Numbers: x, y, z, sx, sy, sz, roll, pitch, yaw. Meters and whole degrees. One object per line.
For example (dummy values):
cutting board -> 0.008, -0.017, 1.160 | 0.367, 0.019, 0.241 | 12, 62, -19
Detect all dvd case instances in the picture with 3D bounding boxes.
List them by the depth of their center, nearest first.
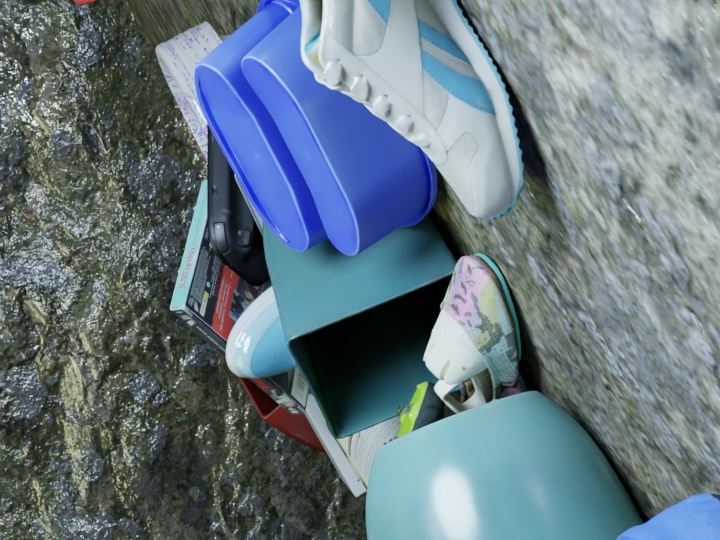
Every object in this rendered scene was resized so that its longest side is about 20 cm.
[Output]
dvd case -> -0.100, 0.027, 1.215 | 0.200, 0.022, 0.146 | 45, -138, -43

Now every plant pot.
plant pot -> 0.094, 0.178, 0.890 | 0.201, 0.200, 0.161 | 92, 158, -78
plant pot -> 0.000, 0.000, 1.059 | 0.141, 0.141, 0.200 | 68, -179, -48
plant pot -> -0.075, 0.205, 2.302 | 0.176, 0.200, 0.200 | 49, 180, -32

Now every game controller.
game controller -> -0.110, -0.086, 1.192 | 0.104, 0.042, 0.200 | 59, -155, -60

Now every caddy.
caddy -> -0.025, -0.105, 0.920 | 0.141, 0.105, 0.200 | 7, 129, 54

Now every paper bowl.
paper bowl -> -0.131, -0.171, 1.380 | 0.201, 0.104, 0.201 | 62, 174, 12

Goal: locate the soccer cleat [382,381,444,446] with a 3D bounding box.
soccer cleat -> 0.051, 0.189, 1.003 | 0.068, 0.081, 0.200 | 134, 147, -79

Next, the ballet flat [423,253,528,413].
ballet flat -> 0.085, 0.068, 0.961 | 0.069, 0.071, 0.200 | 53, 170, 36

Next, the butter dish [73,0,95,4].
butter dish -> -0.087, -0.258, 0.596 | 0.199, 0.148, 0.200 | -39, 77, 42

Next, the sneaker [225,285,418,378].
sneaker -> -0.012, 0.054, 1.145 | 0.131, 0.200, 0.080 | 34, 145, 47

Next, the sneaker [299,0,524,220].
sneaker -> 0.017, -0.109, 0.670 | 0.200, 0.081, 0.077 | 60, 172, -13

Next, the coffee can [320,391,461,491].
coffee can -> 0.061, 0.164, 1.232 | 0.146, 0.146, 0.200 | 64, 172, -33

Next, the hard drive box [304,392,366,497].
hard drive box -> 0.006, 0.112, 1.378 | 0.200, 0.156, 0.077 | 60, 172, -11

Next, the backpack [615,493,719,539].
backpack -> 0.167, 0.218, 0.611 | 0.163, 0.168, 0.200 | 86, 158, -60

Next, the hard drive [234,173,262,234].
hard drive -> -0.080, -0.120, 1.198 | 0.132, 0.027, 0.200 | 68, -163, -48
